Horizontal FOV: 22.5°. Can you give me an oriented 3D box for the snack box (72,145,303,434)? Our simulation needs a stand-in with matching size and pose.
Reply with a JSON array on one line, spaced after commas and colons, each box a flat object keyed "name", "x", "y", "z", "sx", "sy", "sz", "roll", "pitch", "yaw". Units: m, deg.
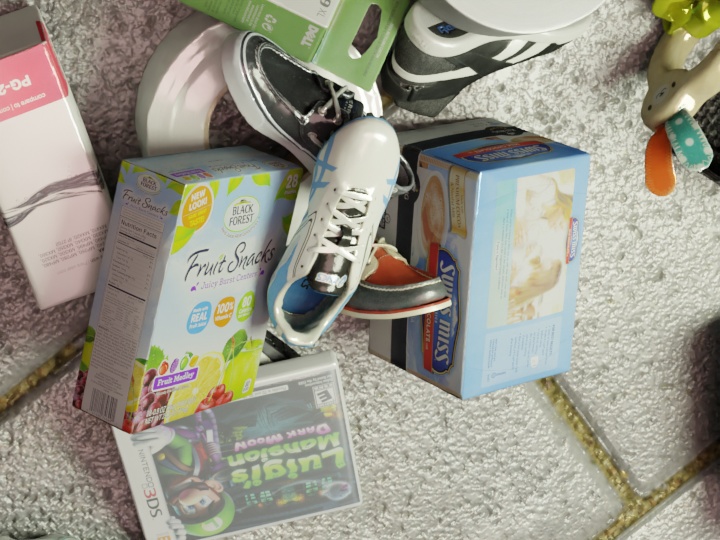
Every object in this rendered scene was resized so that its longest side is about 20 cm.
[{"name": "snack box", "x": -0.132, "y": 0.011, "z": 1.405, "sx": 0.168, "sy": 0.067, "sz": 0.201, "roll": -15, "pitch": 121, "yaw": -59}]

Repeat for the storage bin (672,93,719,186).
[{"name": "storage bin", "x": 0.378, "y": -0.153, "z": 1.579, "sx": 0.093, "sy": 0.135, "sz": 0.201, "roll": 30, "pitch": 99, "yaw": -22}]

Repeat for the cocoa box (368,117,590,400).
[{"name": "cocoa box", "x": 0.099, "y": -0.013, "z": 1.533, "sx": 0.133, "sy": 0.131, "sz": 0.201, "roll": -11, "pitch": 113, "yaw": -37}]

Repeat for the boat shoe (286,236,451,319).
[{"name": "boat shoe", "x": 0.000, "y": 0.000, "z": 1.499, "sx": 0.071, "sy": 0.199, "sz": 0.063, "roll": -8, "pitch": 102, "yaw": -36}]

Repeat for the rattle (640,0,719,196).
[{"name": "rattle", "x": 0.251, "y": -0.186, "z": 1.519, "sx": 0.143, "sy": 0.130, "sz": 0.201, "roll": 43, "pitch": 71, "yaw": -36}]

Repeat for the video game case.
[{"name": "video game case", "x": -0.105, "y": 0.161, "z": 1.573, "sx": 0.199, "sy": 0.023, "sz": 0.183, "roll": -13, "pitch": 131, "yaw": -4}]

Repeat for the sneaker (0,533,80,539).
[{"name": "sneaker", "x": -0.241, "y": 0.263, "z": 1.593, "sx": 0.200, "sy": 0.080, "sz": 0.071, "roll": 19, "pitch": 96, "yaw": -40}]

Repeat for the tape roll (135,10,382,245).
[{"name": "tape roll", "x": -0.084, "y": -0.122, "z": 1.498, "sx": 0.201, "sy": 0.071, "sz": 0.204, "roll": -5, "pitch": 109, "yaw": -14}]

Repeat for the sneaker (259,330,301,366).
[{"name": "sneaker", "x": -0.113, "y": 0.081, "z": 1.559, "sx": 0.200, "sy": 0.072, "sz": 0.083, "roll": 41, "pitch": 96, "yaw": -24}]

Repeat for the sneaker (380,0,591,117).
[{"name": "sneaker", "x": 0.096, "y": -0.188, "z": 1.533, "sx": 0.199, "sy": 0.073, "sz": 0.112, "roll": -13, "pitch": 153, "yaw": -37}]

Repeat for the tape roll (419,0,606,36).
[{"name": "tape roll", "x": 0.120, "y": -0.285, "z": 1.419, "sx": 0.199, "sy": 0.066, "sz": 0.202, "roll": -1, "pitch": 94, "yaw": -14}]

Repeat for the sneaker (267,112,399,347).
[{"name": "sneaker", "x": -0.016, "y": -0.028, "z": 1.401, "sx": 0.071, "sy": 0.073, "sz": 0.201, "roll": 11, "pitch": 120, "yaw": -22}]

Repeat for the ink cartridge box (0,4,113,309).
[{"name": "ink cartridge box", "x": -0.253, "y": -0.090, "z": 1.420, "sx": 0.084, "sy": 0.145, "sz": 0.201, "roll": -21, "pitch": 113, "yaw": -6}]

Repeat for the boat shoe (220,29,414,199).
[{"name": "boat shoe", "x": -0.029, "y": -0.120, "z": 1.413, "sx": 0.067, "sy": 0.072, "sz": 0.200, "roll": -13, "pitch": 134, "yaw": 35}]

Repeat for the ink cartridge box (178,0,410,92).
[{"name": "ink cartridge box", "x": -0.057, "y": -0.234, "z": 1.417, "sx": 0.199, "sy": 0.059, "sz": 0.104, "roll": 26, "pitch": 61, "yaw": -5}]
